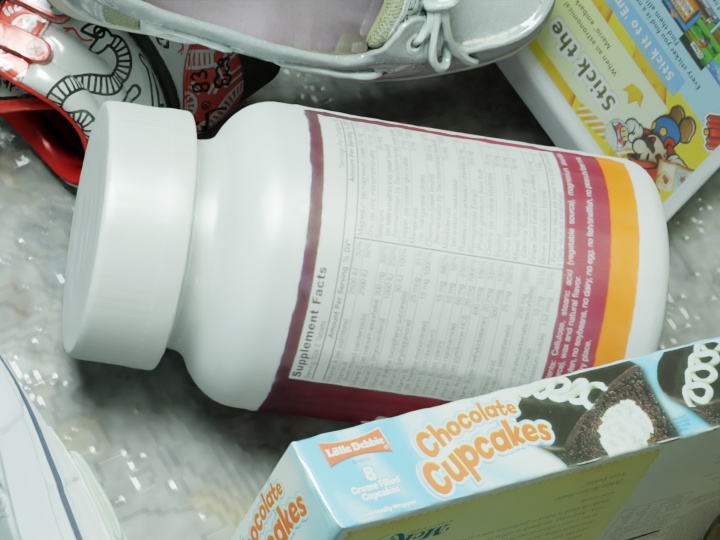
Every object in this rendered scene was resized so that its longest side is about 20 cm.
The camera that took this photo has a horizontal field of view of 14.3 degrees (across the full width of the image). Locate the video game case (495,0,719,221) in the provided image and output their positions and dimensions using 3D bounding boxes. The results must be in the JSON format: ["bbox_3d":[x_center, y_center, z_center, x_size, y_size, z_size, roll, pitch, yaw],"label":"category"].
[{"bbox_3d":[0.109,-0.145,1.127,0.182,0.023,0.200,-45,108,-23],"label":"video game case"}]

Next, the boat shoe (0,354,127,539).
[{"bbox_3d":[-0.115,0.094,0.957,0.067,0.073,0.200,4,58,-63],"label":"boat shoe"}]

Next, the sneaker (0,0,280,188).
[{"bbox_3d":[-0.114,-0.129,1.046,0.108,0.067,0.202,-38,111,-28],"label":"sneaker"}]

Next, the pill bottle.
[{"bbox_3d":[0.000,0.000,1.020,0.199,0.110,0.110,8,57,-12],"label":"pill bottle"}]

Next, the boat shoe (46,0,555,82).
[{"bbox_3d":[-0.015,-0.103,1.022,0.201,0.075,0.065,6,12,-26],"label":"boat shoe"}]

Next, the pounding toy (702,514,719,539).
[{"bbox_3d":[0.192,0.117,0.963,0.142,0.184,0.200,32,55,3],"label":"pounding toy"}]

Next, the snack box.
[{"bbox_3d":[0.045,0.082,0.961,0.199,0.116,0.037,-12,59,-34],"label":"snack box"}]
